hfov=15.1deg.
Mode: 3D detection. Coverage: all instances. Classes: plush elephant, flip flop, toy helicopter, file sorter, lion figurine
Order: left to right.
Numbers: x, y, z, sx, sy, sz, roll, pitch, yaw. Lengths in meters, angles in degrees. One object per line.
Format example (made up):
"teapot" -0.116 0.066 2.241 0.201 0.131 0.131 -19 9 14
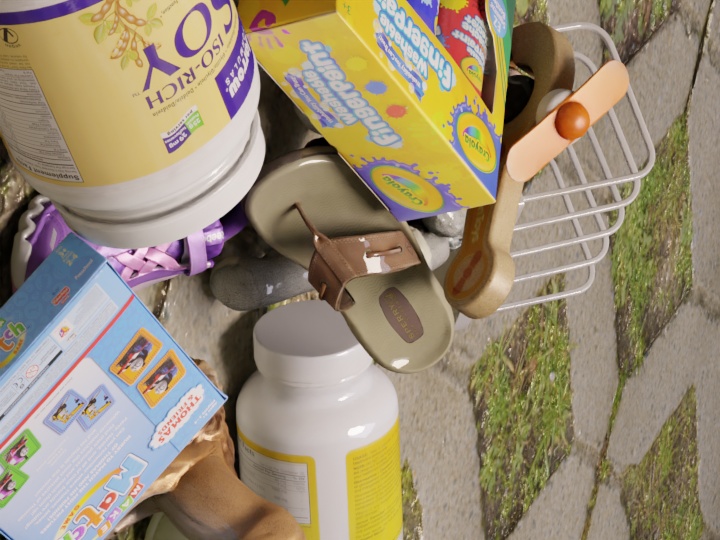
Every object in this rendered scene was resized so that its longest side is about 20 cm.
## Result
"lion figurine" -0.090 0.147 1.672 0.122 0.200 0.073 -37 160 -24
"flip flop" 0.000 0.000 1.656 0.200 0.081 0.058 55 7 -37
"plush elephant" 0.004 -0.074 1.803 0.200 0.164 0.155 -21 101 -52
"toy helicopter" 0.094 -0.064 1.677 0.079 0.132 0.200 32 59 -37
"file sorter" 0.119 -0.071 1.950 0.200 0.124 0.139 110 -35 -62

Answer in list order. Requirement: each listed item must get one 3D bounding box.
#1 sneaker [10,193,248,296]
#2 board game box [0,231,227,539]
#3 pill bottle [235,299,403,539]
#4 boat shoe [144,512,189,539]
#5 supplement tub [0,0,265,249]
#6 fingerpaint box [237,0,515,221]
"sneaker" -0.130 -0.020 1.597 0.200 0.088 0.081 -41 138 -54
"board game box" -0.168 0.083 1.550 0.151 0.037 0.200 -48 149 -8
"pill bottle" -0.028 0.126 1.864 0.112 0.112 0.200 -46 141 -52
"boat shoe" -0.097 0.203 1.794 0.060 0.072 0.202 -56 154 -42
"supplement tub" -0.137 -0.124 1.442 0.146 0.145 0.200 -61 145 -36
"fingerpaint box" 0.015 -0.153 1.600 0.200 0.073 0.167 48 41 -45
